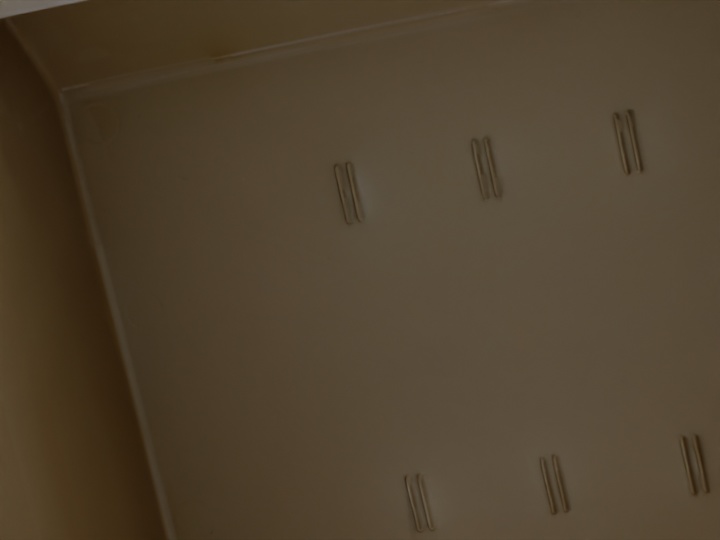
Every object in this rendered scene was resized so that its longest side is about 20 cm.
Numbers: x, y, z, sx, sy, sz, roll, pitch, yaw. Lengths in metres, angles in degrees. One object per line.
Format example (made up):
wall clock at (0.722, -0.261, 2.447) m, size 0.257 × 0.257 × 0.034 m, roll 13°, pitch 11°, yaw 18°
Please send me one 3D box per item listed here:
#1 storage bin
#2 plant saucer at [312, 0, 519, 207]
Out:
storage bin at (0.024, 0.024, 0.468) m, size 0.200 × 0.199 × 0.094 m, roll -10°, pitch 12°, yaw 18°
plant saucer at (0.010, 0.010, 0.617) m, size 0.199 × 0.037 × 0.200 m, roll -18°, pitch -30°, yaw 36°
